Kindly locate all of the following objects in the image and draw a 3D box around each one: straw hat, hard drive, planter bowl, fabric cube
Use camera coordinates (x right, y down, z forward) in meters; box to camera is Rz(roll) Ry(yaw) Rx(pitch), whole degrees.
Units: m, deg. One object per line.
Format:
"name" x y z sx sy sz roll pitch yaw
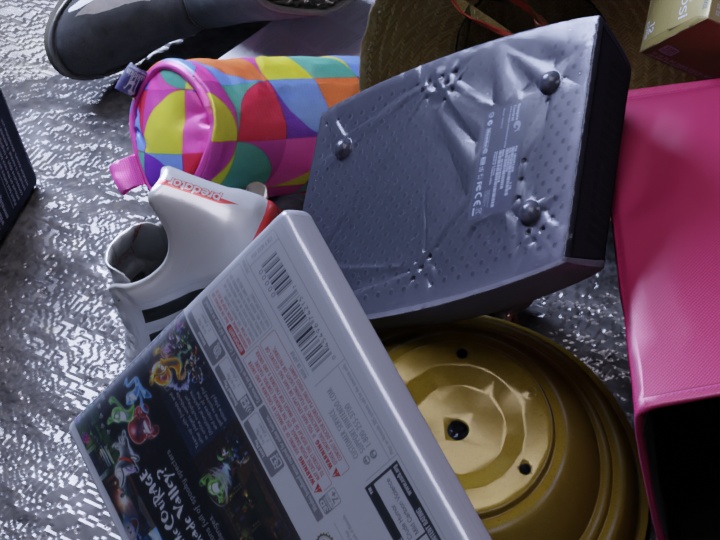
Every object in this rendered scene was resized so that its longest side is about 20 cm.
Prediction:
"straw hat" 0.092 -0.124 1.085 0.200 0.202 0.085 -8 37 7
"hard drive" 0.045 -0.037 0.972 0.200 0.042 0.135 -14 59 48
"planter bowl" 0.045 0.092 0.983 0.199 0.084 0.201 0 63 -1
"fabric cube" 0.224 0.037 0.948 0.195 0.200 0.200 -8 45 9

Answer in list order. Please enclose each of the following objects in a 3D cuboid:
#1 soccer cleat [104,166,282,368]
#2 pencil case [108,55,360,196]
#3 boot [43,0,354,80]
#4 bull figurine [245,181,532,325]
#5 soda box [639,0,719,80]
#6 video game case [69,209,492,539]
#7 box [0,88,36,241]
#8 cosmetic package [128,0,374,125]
"soccer cleat" -0.100 0.020 1.060 0.085 0.200 0.069 28 49 -6
"pencil case" -0.043 -0.081 1.157 0.199 0.089 0.088 -5 33 -42
"boot" -0.093 -0.168 1.271 0.182 0.073 0.200 -33 25 -16
"bull figurine" 0.000 0.000 1.114 0.199 0.121 0.065 -1 68 23
"soda box" 0.242 -0.109 1.003 0.199 0.064 0.068 20 72 -19
"video game case" -0.042 0.105 0.960 0.182 0.023 0.200 -43 64 29
"box" -0.312 -0.030 1.222 0.148 0.107 0.200 8 49 21
"cosmetic package" -0.039 -0.114 1.267 0.200 0.051 0.082 -37 45 -21
